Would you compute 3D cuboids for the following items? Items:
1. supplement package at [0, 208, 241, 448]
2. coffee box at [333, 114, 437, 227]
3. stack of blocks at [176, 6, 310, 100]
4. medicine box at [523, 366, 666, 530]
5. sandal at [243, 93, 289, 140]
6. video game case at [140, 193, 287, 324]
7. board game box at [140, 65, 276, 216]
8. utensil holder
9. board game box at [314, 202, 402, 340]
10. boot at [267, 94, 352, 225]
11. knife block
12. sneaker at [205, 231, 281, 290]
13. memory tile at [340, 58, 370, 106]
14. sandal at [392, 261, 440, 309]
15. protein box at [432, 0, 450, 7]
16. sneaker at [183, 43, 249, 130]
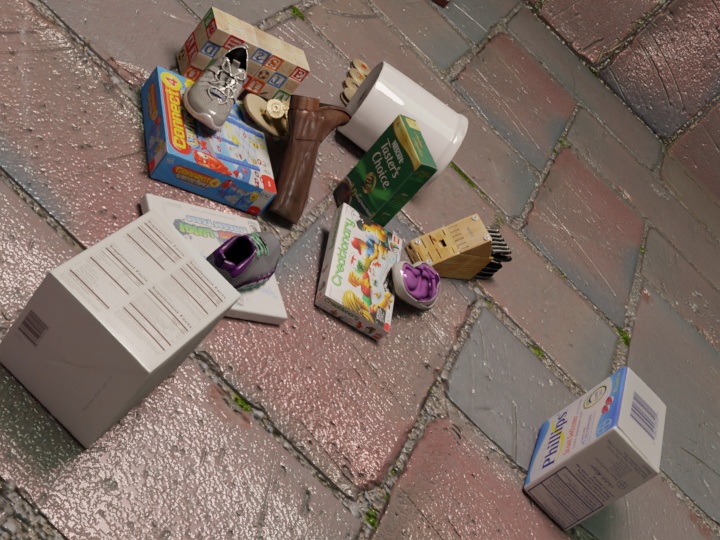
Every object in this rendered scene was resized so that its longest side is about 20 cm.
[{"bbox_3d":[-0.270,0.060,1.112,0.151,0.152,0.200,45,32,0],"label":"supplement package"},{"bbox_3d":[0.038,-0.152,1.659,0.044,0.200,0.124,15,43,-38],"label":"coffee box"},{"bbox_3d":[-0.201,-0.357,1.692,0.199,0.115,0.059,17,41,-39],"label":"stack of blocks"},{"bbox_3d":[0.376,0.283,1.568,0.103,0.200,0.182,45,32,-5],"label":"medicine box"},{"bbox_3d":[-0.116,-0.258,1.655,0.211,0.069,0.078,33,33,-60],"label":"sandal"},{"bbox_3d":[-0.207,-0.015,1.390,0.199,0.024,0.183,13,45,-42],"label":"video game case"},{"bbox_3d":[-0.238,-0.202,1.532,0.195,0.056,0.201,19,41,-37],"label":"board game box"},{"bbox_3d":[0.078,-0.278,1.881,0.199,0.170,0.171,34,34,-13],"label":"utensil holder"},{"bbox_3d":[0.000,0.000,1.573,0.126,0.035,0.201,30,45,-23],"label":"board game box"},{"bbox_3d":[-0.083,-0.176,1.607,0.064,0.203,0.186,12,6,27],"label":"boot"},{"bbox_3d":[0.187,-0.021,1.834,0.198,0.176,0.064,-23,61,-8],"label":"knife block"},{"bbox_3d":[-0.152,-0.020,1.356,0.074,0.088,0.200,47,33,2],"label":"sneaker"},{"bbox_3d":[0.030,-0.364,2.059,0.153,0.017,0.201,36,34,-16],"label":"memory tile"},{"bbox_3d":[0.107,0.023,1.643,0.202,0.049,0.084,0,82,-67],"label":"sandal"},{"bbox_3d":[0.177,-0.863,2.671,0.199,0.135,0.200,20,41,-35],"label":"protein box"},{"bbox_3d":[-0.219,-0.294,1.525,0.074,0.082,0.201,32,35,-21],"label":"sneaker"}]
